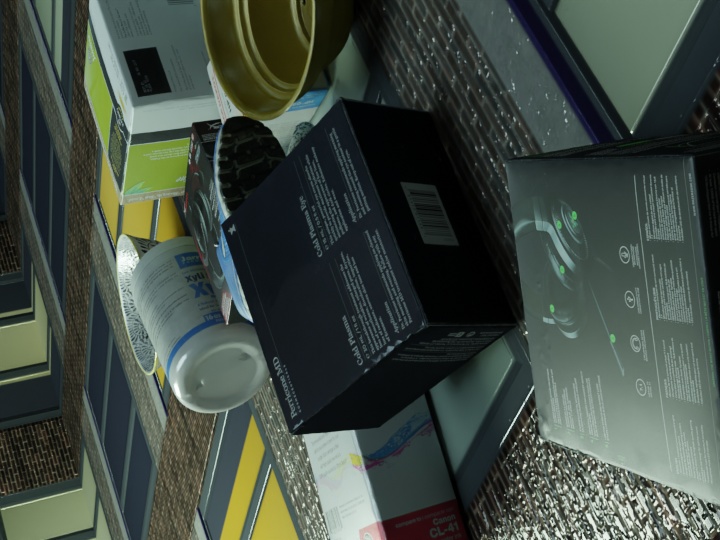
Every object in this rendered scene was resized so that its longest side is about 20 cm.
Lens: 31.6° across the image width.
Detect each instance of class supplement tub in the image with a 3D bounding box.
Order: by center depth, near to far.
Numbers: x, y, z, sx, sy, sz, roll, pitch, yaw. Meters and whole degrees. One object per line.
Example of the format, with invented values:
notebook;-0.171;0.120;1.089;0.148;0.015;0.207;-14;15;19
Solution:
supplement tub;-0.200;0.066;1.583;0.201;0.130;0.133;-124;31;-43

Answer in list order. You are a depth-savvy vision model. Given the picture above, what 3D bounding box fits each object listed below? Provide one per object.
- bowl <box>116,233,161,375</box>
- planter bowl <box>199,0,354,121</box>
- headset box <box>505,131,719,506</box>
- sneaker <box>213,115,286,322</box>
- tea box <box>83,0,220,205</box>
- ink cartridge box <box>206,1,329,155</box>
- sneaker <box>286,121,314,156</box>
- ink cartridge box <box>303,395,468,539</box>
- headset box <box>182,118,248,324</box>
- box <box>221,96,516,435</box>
bowl;-0.276;0.039;1.806;0.200;0.093;0.204;169;90;-69
planter bowl;-0.062;-0.239;1.143;0.200;0.083;0.203;21;115;53
headset box;0.168;0.017;0.704;0.200;0.092;0.177;-173;73;-67
sneaker;-0.110;-0.043;1.198;0.089;0.078;0.203;-1;97;59
tea box;-0.255;-0.225;1.578;0.197;0.132;0.202;115;139;-55
ink cartridge box;-0.103;-0.189;1.308;0.200;0.067;0.117;132;124;-64
sneaker;-0.057;-0.063;1.269;0.089;0.076;0.201;-109;28;-43
ink cartridge box;0.013;0.177;1.171;0.148;0.085;0.203;136;122;-65
headset box;-0.135;-0.051;1.441;0.150;0.076;0.201;106;148;-48
box;0.000;0.000;1.020;0.182;0.103;0.202;-40;61;39
